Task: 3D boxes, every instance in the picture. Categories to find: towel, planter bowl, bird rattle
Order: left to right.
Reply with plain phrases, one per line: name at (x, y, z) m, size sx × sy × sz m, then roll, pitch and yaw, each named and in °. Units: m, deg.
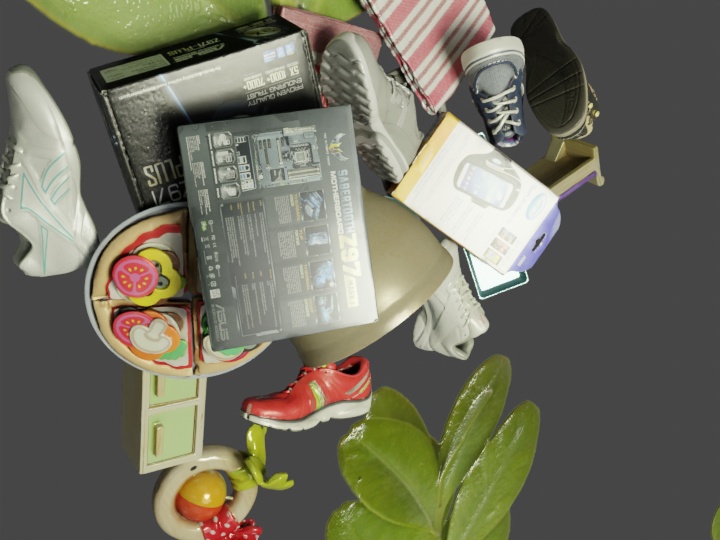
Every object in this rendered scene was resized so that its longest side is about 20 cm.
bird rattle at (-0.178, 0.278, 0.995) m, size 0.162 × 0.113 × 0.201 m, roll 20°, pitch 112°, yaw -29°
towel at (-0.057, -0.177, 0.894) m, size 0.143 × 0.023 × 0.202 m, roll 3°, pitch 111°, yaw -40°
planter bowl at (-0.019, -0.012, 0.872) m, size 0.200 × 0.200 × 0.135 m, roll -39°, pitch 101°, yaw -16°
towel at (0.074, -0.299, 0.914) m, size 0.147 × 0.030 × 0.200 m, roll -53°, pitch 130°, yaw -18°

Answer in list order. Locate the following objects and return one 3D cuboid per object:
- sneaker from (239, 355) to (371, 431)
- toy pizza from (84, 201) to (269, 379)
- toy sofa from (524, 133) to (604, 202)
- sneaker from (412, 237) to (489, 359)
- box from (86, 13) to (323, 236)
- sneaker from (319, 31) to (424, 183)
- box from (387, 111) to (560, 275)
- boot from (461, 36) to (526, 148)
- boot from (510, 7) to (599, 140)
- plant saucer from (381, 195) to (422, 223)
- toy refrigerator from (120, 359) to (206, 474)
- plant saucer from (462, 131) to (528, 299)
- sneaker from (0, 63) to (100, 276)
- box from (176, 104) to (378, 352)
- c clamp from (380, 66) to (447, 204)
sneaker at (-0.068, 0.145, 1.016) m, size 0.199 × 0.077 × 0.086 m, roll -6°, pitch 104°, yaw -42°
toy pizza at (-0.164, 0.029, 0.783) m, size 0.198 × 0.032 × 0.202 m, roll -6°, pitch 121°, yaw -10°
toy sofa at (0.238, -0.096, 1.115) m, size 0.199 × 0.083 × 0.098 m, roll -34°, pitch 127°, yaw -19°
sneaker at (0.125, 0.040, 1.057) m, size 0.078 × 0.099 × 0.201 m, roll -51°, pitch 152°, yaw -33°
box at (-0.139, -0.135, 0.786) m, size 0.198 × 0.086 × 0.165 m, roll -21°, pitch 123°, yaw -16°
sneaker at (0.017, -0.191, 0.894) m, size 0.082 × 0.074 × 0.201 m, roll -52°, pitch 146°, yaw -17°
box at (0.146, -0.086, 0.986) m, size 0.199 × 0.041 × 0.120 m, roll 35°, pitch 96°, yaw -14°
boot at (0.166, -0.202, 0.943) m, size 0.200 × 0.072 × 0.091 m, roll 2°, pitch 73°, yaw -75°
boot at (0.257, -0.217, 1.019) m, size 0.073 × 0.202 × 0.150 m, roll -28°, pitch 142°, yaw 20°
plant saucer at (0.000, 0.000, 1.017) m, size 0.199 × 0.027 × 0.202 m, roll -16°, pitch 119°, yaw -31°
toy refrigerator at (-0.212, 0.114, 0.882) m, size 0.075 × 0.070 × 0.202 m, roll -7°, pitch 116°, yaw -35°
plant saucer at (0.151, -0.068, 1.018) m, size 0.069 × 0.019 × 0.202 m, roll -20°, pitch 102°, yaw -2°
sneaker at (-0.293, -0.081, 0.728) m, size 0.080 × 0.070 × 0.202 m, roll -19°, pitch 122°, yaw -26°
box at (-0.074, -0.040, 0.732) m, size 0.156 × 0.051 × 0.202 m, roll -10°, pitch 99°, yaw -11°
c clamp at (0.083, -0.184, 0.991) m, size 0.170 × 0.027 × 0.202 m, roll -28°, pitch 125°, yaw -25°
